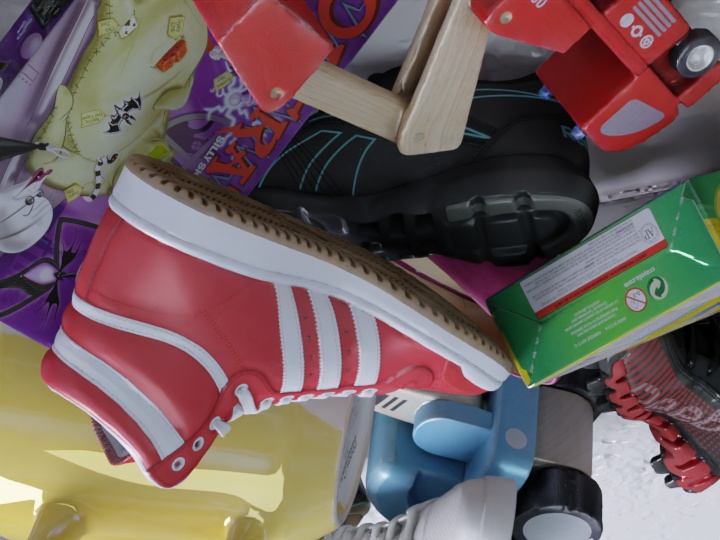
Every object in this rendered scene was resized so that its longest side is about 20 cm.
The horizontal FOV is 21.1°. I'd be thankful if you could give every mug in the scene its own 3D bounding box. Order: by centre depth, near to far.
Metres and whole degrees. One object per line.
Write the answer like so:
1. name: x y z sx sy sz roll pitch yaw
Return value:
1. mug: -0.078 0.080 0.883 0.153 0.187 0.149 10 175 8

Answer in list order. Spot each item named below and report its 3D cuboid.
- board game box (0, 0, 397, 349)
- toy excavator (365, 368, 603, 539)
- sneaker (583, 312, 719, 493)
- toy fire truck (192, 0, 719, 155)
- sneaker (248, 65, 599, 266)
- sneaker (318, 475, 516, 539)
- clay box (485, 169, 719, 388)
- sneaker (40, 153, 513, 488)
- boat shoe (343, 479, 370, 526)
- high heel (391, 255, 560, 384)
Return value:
1. board game box: -0.083 -0.064 0.740 0.200 0.032 0.120 -53 137 4
2. toy excavator: 0.033 0.075 1.006 0.200 0.100 0.195 14 142 -10
3. sneaker: 0.173 0.049 0.987 0.098 0.071 0.200 -18 145 21
4. toy fire truck: 0.041 -0.091 0.742 0.141 0.049 0.200 -41 136 10
5. sneaker: 0.002 -0.041 0.837 0.199 0.079 0.075 -3 151 8
6. sneaker: 0.003 0.153 0.987 0.115 0.074 0.200 18 144 -6
7. clay box: 0.157 -0.009 0.861 0.115 0.048 0.200 -33 170 36
8. sneaker: -0.035 0.039 0.772 0.200 0.071 0.113 24 98 -35
9. boat shoe: -0.059 0.095 1.044 0.068 0.075 0.200 -24 146 13
10. high heel: 0.000 0.000 0.877 0.199 0.096 0.067 2 146 -8
